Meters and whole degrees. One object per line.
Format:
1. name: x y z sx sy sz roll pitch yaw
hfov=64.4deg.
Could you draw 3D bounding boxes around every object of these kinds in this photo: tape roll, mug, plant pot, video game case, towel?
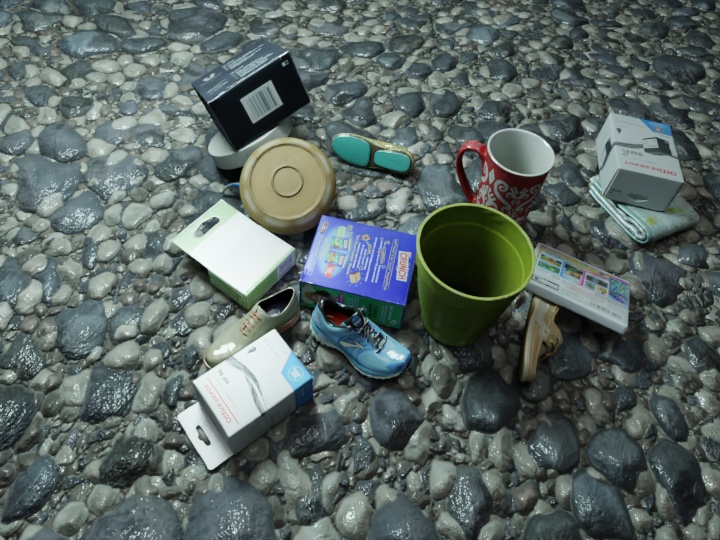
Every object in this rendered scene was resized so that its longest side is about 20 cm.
1. tape roll: -0.242 -0.296 1.256 0.198 0.038 0.206 -18 38 14
2. mug: 0.284 -0.174 1.160 0.131 0.203 0.178 -25 56 -23
3. plant pot: 0.179 0.026 0.995 0.194 0.196 0.204 3 51 -4
4. video game case: 0.413 0.027 1.090 0.196 0.024 0.182 26 33 14
5. plant pot: -0.145 -0.175 1.138 0.193 0.028 0.207 1 76 -3
6. towel: 0.630 -0.156 1.277 0.167 0.049 0.202 -18 56 -18

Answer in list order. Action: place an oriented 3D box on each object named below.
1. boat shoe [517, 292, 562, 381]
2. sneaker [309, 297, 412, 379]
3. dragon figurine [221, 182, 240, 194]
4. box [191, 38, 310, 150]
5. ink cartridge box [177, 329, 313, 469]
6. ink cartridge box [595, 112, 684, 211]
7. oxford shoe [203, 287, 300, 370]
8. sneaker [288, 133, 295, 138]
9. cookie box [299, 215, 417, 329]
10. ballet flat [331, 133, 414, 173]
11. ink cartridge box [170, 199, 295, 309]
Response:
1. boat shoe: 0.326 0.114 1.017 0.067 0.075 0.203 15 51 14
2. sneaker: -0.003 0.113 0.976 0.196 0.091 0.079 25 53 13
3. dragon figurine: -0.200 -0.145 1.180 0.194 0.060 0.101 6 51 -2
4. box: -0.237 -0.382 1.223 0.194 0.119 0.200 -34 37 -7
5. ink cartridge box: -0.184 0.200 0.904 0.198 0.069 0.116 -32 60 -26
6. ink cartridge box: 0.611 -0.243 1.261 0.141 0.085 0.203 13 50 2
7. oxford shoe: -0.188 0.094 0.983 0.070 0.075 0.199 37 57 23
8. sneaker: -0.141 -0.250 1.278 0.116 0.075 0.202 25 19 -32
9. cookie box: 0.000 0.000 1.075 0.194 0.076 0.174 12 51 5
10. ballet flat: 0.030 -0.269 1.305 0.194 0.072 0.072 16 51 8
11. ink cartridge box: -0.242 -0.035 1.097 0.197 0.049 0.146 31 55 19
